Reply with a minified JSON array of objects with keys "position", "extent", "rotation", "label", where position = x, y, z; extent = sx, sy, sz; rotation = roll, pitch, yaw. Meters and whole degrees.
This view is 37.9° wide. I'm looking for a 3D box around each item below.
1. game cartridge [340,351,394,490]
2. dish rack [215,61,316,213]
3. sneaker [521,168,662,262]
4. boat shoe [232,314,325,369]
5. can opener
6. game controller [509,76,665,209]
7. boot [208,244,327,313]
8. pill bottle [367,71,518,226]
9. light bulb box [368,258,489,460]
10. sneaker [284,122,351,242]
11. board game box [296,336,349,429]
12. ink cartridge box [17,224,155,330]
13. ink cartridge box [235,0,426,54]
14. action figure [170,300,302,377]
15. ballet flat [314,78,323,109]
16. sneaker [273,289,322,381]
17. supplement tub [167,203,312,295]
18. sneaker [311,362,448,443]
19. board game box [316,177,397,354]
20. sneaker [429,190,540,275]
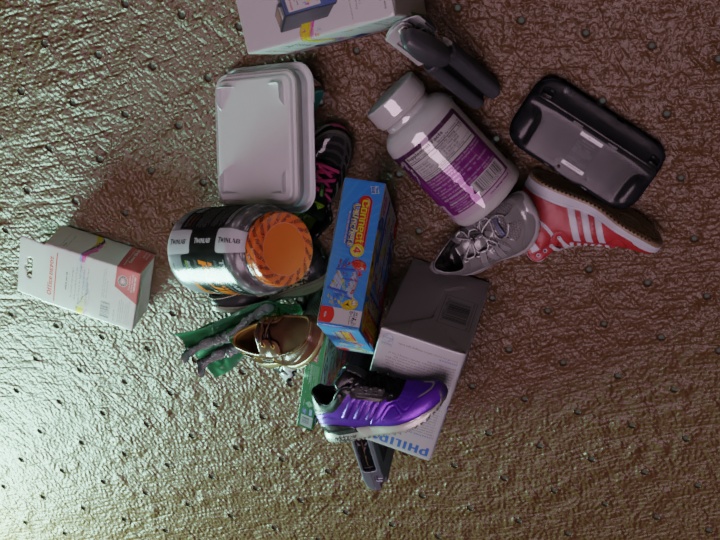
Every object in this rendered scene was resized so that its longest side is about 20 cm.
[{"position":[0.011,0.222,1.627],"extent":[0.041,0.133,0.200],"rotation":[-10,116,12],"label":"game cartridge"},{"position":[-0.137,-0.177,1.417],"extent":[0.171,0.043,0.201],"rotation":[3,98,37],"label":"dish rack"},{"position":[0.300,-0.048,1.425],"extent":[0.200,0.071,0.113],"rotation":[28,120,7],"label":"sneaker"},{"position":[-0.115,0.097,1.456],"extent":[0.067,0.072,0.200],"rotation":[20,161,-27],"label":"boat shoe"},{"position":[0.108,-0.250,1.306],"extent":[0.053,0.067,0.200],"rotation":[-31,142,28],"label":"can opener"},{"position":[0.296,-0.165,1.369],"extent":[0.200,0.042,0.104],"rotation":[32,114,-4],"label":"game controller"},{"position":[-0.154,-0.023,1.564],"extent":[0.199,0.073,0.151],"rotation":[-12,117,17],"label":"boot"},{"position":[0.106,-0.163,1.386],"extent":[0.200,0.112,0.112],"rotation":[45,121,-12],"label":"pill bottle"},{"position":[0.088,0.126,1.511],"extent":[0.124,0.198,0.200],"rotation":[19,124,7],"label":"light bulb box"},{"position":[-0.061,-0.105,1.454],"extent":[0.074,0.087,0.200],"rotation":[22,103,-22],"label":"sneaker"},{"position":[-0.047,0.124,1.573],"extent":[0.029,0.135,0.200],"rotation":[20,130,13],"label":"board game box"},{"position":[-0.437,0.005,1.663],"extent":[0.199,0.068,0.117],"rotation":[18,123,3],"label":"ink cartridge box"},{"position":[-0.035,-0.330,1.298],"extent":[0.199,0.145,0.088],"rotation":[-8,98,20],"label":"ink cartridge box"},{"position":[-0.173,0.096,1.576],"extent":[0.200,0.055,0.118],"rotation":[-28,132,18],"label":"action figure"},{"position":[-0.118,-0.195,1.467],"extent":[0.067,0.068,0.200],"rotation":[40,118,13],"label":"ballet flat"},{"position":[-0.106,0.086,1.620],"extent":[0.090,0.067,0.200],"rotation":[29,125,-5],"label":"sneaker"},{"position":[-0.162,-0.028,1.412],"extent":[0.200,0.123,0.123],"rotation":[0,125,50],"label":"supplement tub"},{"position":[0.016,0.166,1.399],"extent":[0.200,0.070,0.100],"rotation":[-18,108,28],"label":"sneaker"},{"position":[0.000,0.000,1.414],"extent":[0.056,0.200,0.196],"rotation":[8,79,9],"label":"board game box"},{"position":[0.169,-0.037,1.420],"extent":[0.075,0.082,0.200],"rotation":[62,144,14],"label":"sneaker"}]
